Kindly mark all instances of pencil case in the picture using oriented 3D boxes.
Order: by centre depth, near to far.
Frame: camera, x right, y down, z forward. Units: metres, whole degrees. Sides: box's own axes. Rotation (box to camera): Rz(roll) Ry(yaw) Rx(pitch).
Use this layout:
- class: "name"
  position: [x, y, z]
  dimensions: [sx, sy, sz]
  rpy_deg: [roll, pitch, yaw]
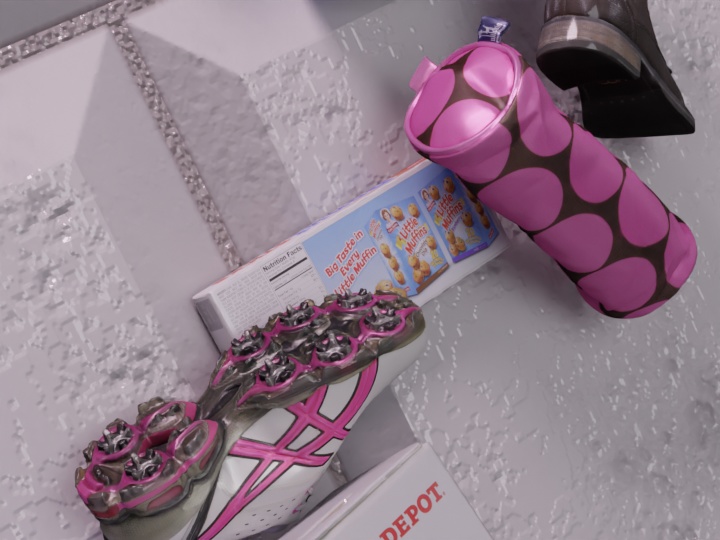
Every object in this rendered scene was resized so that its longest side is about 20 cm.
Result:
- class: "pencil case"
  position: [0.112, -0.052, 1.015]
  dimensions: [0.200, 0.093, 0.091]
  rpy_deg: [41, 80, -36]

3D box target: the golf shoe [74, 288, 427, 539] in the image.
- class: "golf shoe"
  position: [-0.047, 0.084, 0.894]
  dimensions: [0.199, 0.073, 0.092]
  rpy_deg: [-33, 123, -14]

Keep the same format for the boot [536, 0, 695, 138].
- class: "boot"
  position: [0.162, -0.183, 1.062]
  dimensions: [0.200, 0.069, 0.176]
  rpy_deg: [34, 57, -60]

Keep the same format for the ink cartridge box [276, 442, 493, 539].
- class: "ink cartridge box"
  position: [0.026, 0.208, 0.844]
  dimensions: [0.144, 0.084, 0.201]
  rpy_deg: [-35, 94, -48]

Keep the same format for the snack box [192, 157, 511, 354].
- class: "snack box"
  position: [0.000, 0.000, 0.982]
  dimensions: [0.199, 0.024, 0.072]
  rpy_deg: [-32, 97, -34]
